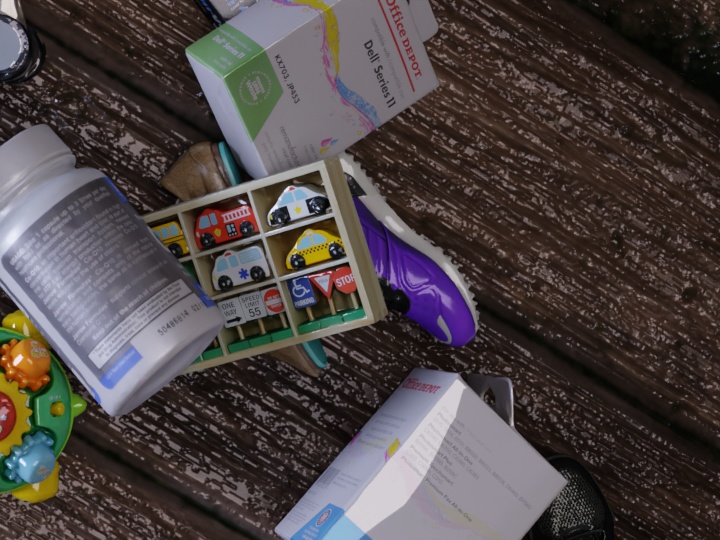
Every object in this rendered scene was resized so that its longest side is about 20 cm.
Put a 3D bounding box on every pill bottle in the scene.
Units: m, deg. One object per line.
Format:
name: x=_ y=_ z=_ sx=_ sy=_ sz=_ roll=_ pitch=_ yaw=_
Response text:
pill bottle: x=-0.203 y=-0.002 z=1.632 sx=0.114 sy=0.114 sz=0.200 roll=-39 pitch=84 yaw=-11

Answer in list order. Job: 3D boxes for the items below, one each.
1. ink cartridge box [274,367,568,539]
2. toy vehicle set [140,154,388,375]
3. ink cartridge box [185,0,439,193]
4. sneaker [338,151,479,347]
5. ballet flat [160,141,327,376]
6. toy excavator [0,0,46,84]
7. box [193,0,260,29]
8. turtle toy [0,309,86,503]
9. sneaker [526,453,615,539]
ink cartridge box: x=0.054 y=0.172 z=1.707 sx=0.125 sy=0.128 sz=0.200 roll=44 pitch=81 yaw=-11
toy vehicle set: x=-0.086 y=0.000 z=1.658 sx=0.199 sy=0.026 sz=0.125 roll=-16 pitch=97 yaw=28
ink cartridge box: x=-0.018 y=-0.164 z=1.675 sx=0.199 sy=0.067 sz=0.118 roll=-35 pitch=127 yaw=-14
sneaker: x=0.000 y=0.000 z=1.714 sx=0.200 sy=0.070 sz=0.100 roll=46 pitch=67 yaw=-1
ballet flat: x=-0.097 y=0.000 z=1.706 sx=0.072 sy=0.068 sz=0.201 roll=-25 pitch=97 yaw=7
toy excavator: x=-0.335 y=-0.146 z=1.635 sx=0.198 sy=0.100 sz=0.196 roll=-11 pitch=94 yaw=0
box: x=-0.048 y=-0.268 z=1.720 sx=0.200 sy=0.046 sz=0.159 roll=-41 pitch=100 yaw=-10
turtle toy: x=-0.299 y=0.107 z=1.629 sx=0.198 sy=0.101 sz=0.147 roll=-4 pitch=91 yaw=-14
sneaker: x=0.186 y=0.245 z=1.751 sx=0.076 sy=0.114 sz=0.201 roll=-9 pitch=91 yaw=-16
